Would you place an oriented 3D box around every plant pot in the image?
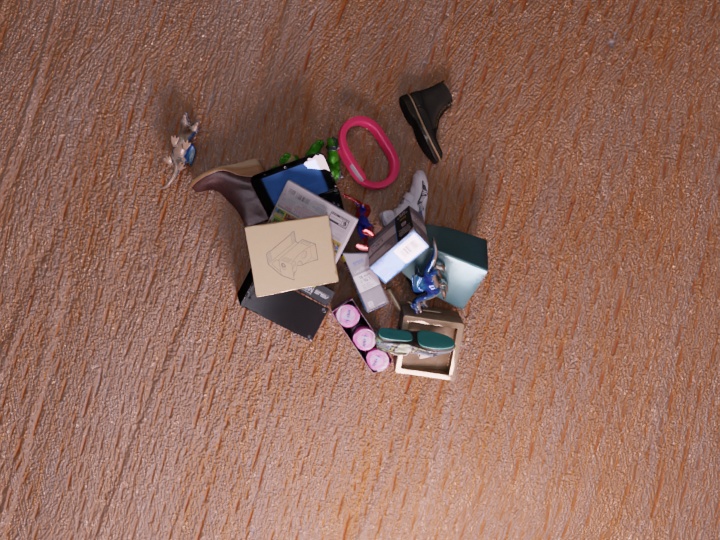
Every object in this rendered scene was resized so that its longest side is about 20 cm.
[{"bbox_3d":[0.204,-0.027,1.500,0.199,0.142,0.142,23,126,-6],"label":"plant pot"}]

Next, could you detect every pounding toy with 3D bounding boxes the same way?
[{"bbox_3d":[0.155,0.164,1.544,0.198,0.142,0.186,8,104,-1],"label":"pounding toy"}]

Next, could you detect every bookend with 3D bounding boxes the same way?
[{"bbox_3d":[-0.203,0.079,1.492,0.199,0.199,0.093,29,88,-14],"label":"bookend"}]

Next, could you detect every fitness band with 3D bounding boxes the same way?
[{"bbox_3d":[0.020,-0.309,1.548,0.143,0.037,0.201,-36,98,-28],"label":"fitness band"}]

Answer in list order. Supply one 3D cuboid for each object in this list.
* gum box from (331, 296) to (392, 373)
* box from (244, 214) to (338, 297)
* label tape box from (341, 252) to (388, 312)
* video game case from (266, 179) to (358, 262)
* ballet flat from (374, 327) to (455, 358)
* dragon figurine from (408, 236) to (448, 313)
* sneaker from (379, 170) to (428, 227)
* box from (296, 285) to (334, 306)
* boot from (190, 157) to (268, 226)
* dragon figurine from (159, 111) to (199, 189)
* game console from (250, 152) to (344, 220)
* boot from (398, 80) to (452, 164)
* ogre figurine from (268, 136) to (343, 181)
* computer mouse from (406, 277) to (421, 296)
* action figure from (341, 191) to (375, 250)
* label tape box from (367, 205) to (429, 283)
[{"bbox_3d":[0.004,0.171,1.530,0.066,0.113,0.201,-34,92,-3],"label":"gum box"},{"bbox_3d":[-0.160,-0.036,1.378,0.198,0.021,0.165,-10,93,-11],"label":"box"},{"bbox_3d":[0.000,0.000,1.507,0.063,0.144,0.201,-24,92,-3],"label":"label tape box"},{"bbox_3d":[-0.130,-0.093,1.430,0.199,0.023,0.183,30,101,7],"label":"video game case"},{"bbox_3d":[0.133,0.184,1.451,0.198,0.074,0.075,10,89,1],"label":"ballet flat"},{"bbox_3d":[0.156,0.021,1.430,0.099,0.059,0.201,-3,121,20],"label":"dragon figurine"},{"bbox_3d":[0.114,-0.170,1.557,0.114,0.075,0.202,6,93,-7],"label":"sneaker"},{"bbox_3d":[-0.162,0.023,1.496,0.199,0.160,0.044,30,87,-4],"label":"box"},{"bbox_3d":[-0.326,-0.190,1.528,0.198,0.072,0.168,-19,89,-7],"label":"boot"},{"bbox_3d":[-0.464,-0.305,1.518,0.058,0.100,0.201,17,108,-7],"label":"dragon figurine"},{"bbox_3d":[-0.152,-0.164,1.451,0.198,0.119,0.174,-18,67,9],"label":"game console"},{"bbox_3d":[0.208,-0.402,1.568,0.138,0.077,0.201,-26,93,-8],"label":"boot"},{"bbox_3d":[-0.128,-0.262,1.535,0.199,0.098,0.120,-23,75,-26],"label":"ogre figurine"},{"bbox_3d":[0.127,-0.001,1.583,0.058,0.034,0.200,-37,85,-21],"label":"computer mouse"},{"bbox_3d":[-0.017,-0.132,1.493,0.098,0.200,0.066,22,115,-12],"label":"action figure"},{"bbox_3d":[0.088,-0.080,1.429,0.144,0.201,0.063,-40,113,20],"label":"label tape box"}]
